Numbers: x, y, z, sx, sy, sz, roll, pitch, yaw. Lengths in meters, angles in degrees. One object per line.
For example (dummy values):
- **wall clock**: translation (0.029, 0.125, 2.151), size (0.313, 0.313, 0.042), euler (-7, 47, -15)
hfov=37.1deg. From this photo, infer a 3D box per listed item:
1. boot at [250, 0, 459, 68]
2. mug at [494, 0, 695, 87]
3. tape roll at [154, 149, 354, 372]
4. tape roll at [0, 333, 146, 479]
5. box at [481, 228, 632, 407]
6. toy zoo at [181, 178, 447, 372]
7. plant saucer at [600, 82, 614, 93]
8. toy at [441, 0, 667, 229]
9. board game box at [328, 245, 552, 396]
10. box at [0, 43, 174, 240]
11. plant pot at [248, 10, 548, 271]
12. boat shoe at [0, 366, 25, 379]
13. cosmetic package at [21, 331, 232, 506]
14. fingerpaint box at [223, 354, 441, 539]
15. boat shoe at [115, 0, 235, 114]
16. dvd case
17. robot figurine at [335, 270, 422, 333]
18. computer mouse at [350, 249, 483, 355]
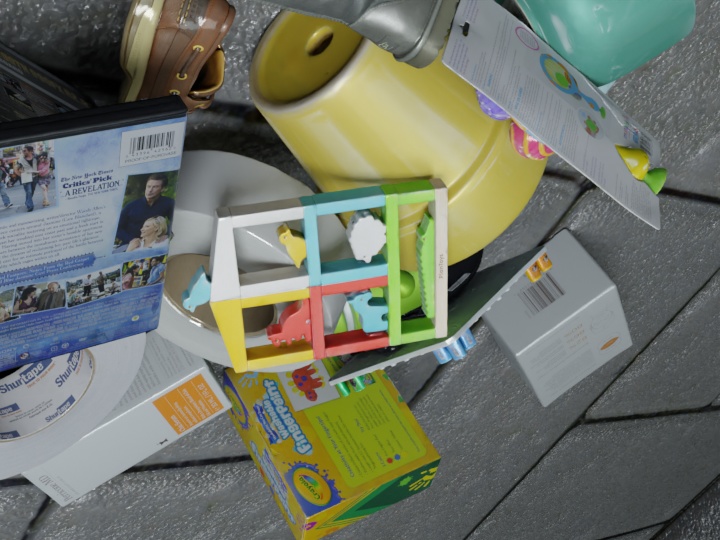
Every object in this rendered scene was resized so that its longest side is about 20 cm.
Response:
- **boot**: translation (-0.017, -0.240, 0.700), size (0.200, 0.073, 0.182), euler (19, 79, -25)
- **mug**: translation (0.180, -0.212, 0.862), size (0.114, 0.152, 0.185), euler (-31, 131, 0)
- **tape roll**: translation (-0.107, -0.003, 0.886), size (0.203, 0.202, 0.071), euler (94, 14, -52)
- **tape roll**: translation (-0.273, 0.075, 0.848), size (0.200, 0.066, 0.200), euler (-33, 150, -22)
- **box**: translation (0.252, 0.066, 1.396), size (0.152, 0.106, 0.200), euler (-36, 148, 0)
- **toy zoo**: translation (-0.033, 0.006, 0.796), size (0.199, 0.020, 0.131), euler (-9, 120, -11)
- **plant saucer**: translation (0.174, -0.199, 1.033), size (0.201, 0.039, 0.201), euler (-24, 147, -16)
- **toy**: translation (0.136, -0.111, 0.785), size (0.200, 0.115, 0.047), euler (33, 131, -13)
- **board game box**: translation (0.087, 0.056, 1.148), size (0.200, 0.026, 0.200), euler (-25, -169, 47)
- **box**: translation (-0.227, -0.089, 0.689), size (0.048, 0.158, 0.200), euler (-43, 148, 11)
- **plant pot**: translation (0.021, -0.129, 0.854), size (0.201, 0.201, 0.189), euler (-42, 132, 11)
- **boat shoe**: translation (-0.310, 0.040, 0.879), size (0.069, 0.057, 0.200), euler (-23, 147, -18)
- **cosmetic package**: translation (-0.239, 0.141, 1.068), size (0.200, 0.071, 0.102), euler (-30, 149, -7)
- **fingerpaint box**: translation (-0.036, 0.176, 1.182), size (0.167, 0.200, 0.073), euler (-20, 146, -24)
- **boat shoe**: translation (-0.130, -0.134, 0.745), size (0.067, 0.072, 0.200), euler (16, 158, -9)
- **dvd case**: translation (-0.184, -0.015, 0.659), size (0.142, 0.018, 0.200), euler (-15, 143, -29)
- **robot figurine**: translation (0.000, 0.000, 1.060), size (0.200, 0.116, 0.175), euler (-26, 179, -15)
- **computer mouse**: translation (0.059, 0.029, 1.180), size (0.200, 0.046, 0.140), euler (-49, -162, -26)
